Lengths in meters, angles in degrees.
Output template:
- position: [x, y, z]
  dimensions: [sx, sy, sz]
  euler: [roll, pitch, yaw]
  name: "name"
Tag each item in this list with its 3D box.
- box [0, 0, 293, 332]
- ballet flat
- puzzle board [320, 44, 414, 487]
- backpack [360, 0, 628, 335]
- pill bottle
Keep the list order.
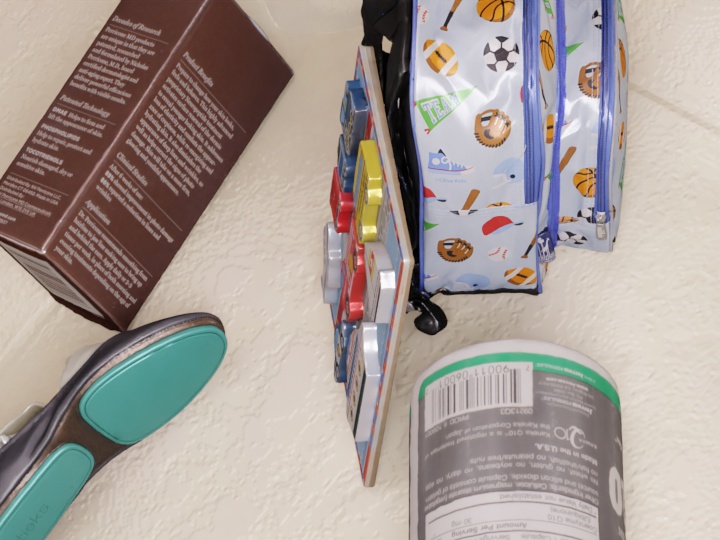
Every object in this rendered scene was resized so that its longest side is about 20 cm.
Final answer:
- position: [-0.137, -0.077, 1.773]
  dimensions: [0.075, 0.100, 0.200]
  euler: [23, 73, 40]
  name: "box"
- position: [-0.166, 0.086, 1.704]
  dimensions: [0.200, 0.073, 0.073]
  euler: [-46, 48, -1]
  name: "ballet flat"
- position: [0.000, 0.000, 1.586]
  dimensions: [0.017, 0.200, 0.151]
  euler: [-3, 51, -9]
  name: "puzzle board"
- position: [0.073, -0.097, 1.598]
  dimensions: [0.153, 0.191, 0.201]
  euler: [-9, 54, 6]
  name: "backpack"
- position: [0.080, 0.146, 1.481]
  dimensions: [0.113, 0.113, 0.201]
  euler: [-14, 54, 23]
  name: "pill bottle"
